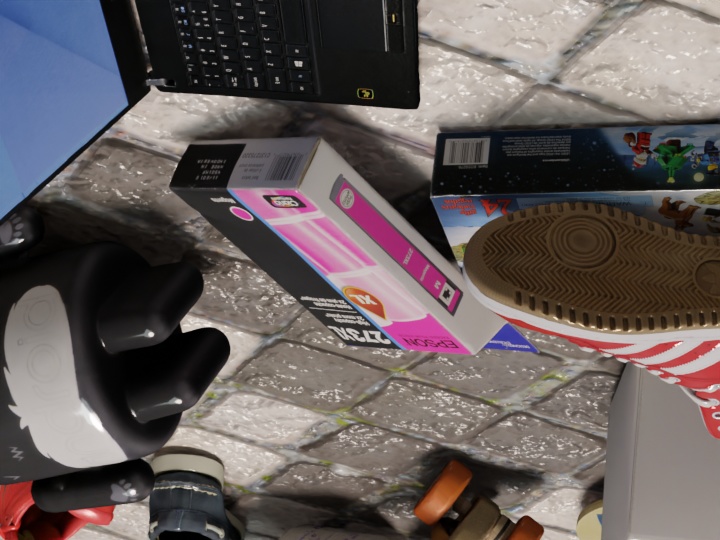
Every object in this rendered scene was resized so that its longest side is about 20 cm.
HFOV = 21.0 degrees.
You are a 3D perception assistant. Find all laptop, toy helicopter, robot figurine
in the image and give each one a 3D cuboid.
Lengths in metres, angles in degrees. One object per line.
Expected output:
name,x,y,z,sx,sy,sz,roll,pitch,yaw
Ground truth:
laptop,-0.079,-0.086,0.823,0.199,0.104,0.177,5,153,5
toy helicopter,0.049,0.212,1.356,0.079,0.132,0.200,37,169,4
robot figurine,-0.175,0.052,1.085,0.200,0.151,0.125,-13,161,23

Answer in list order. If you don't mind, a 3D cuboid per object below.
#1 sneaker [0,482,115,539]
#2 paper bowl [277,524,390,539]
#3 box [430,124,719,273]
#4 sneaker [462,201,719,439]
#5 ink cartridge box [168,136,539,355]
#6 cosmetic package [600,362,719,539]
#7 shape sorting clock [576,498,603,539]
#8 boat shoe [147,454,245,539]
sneaker,-0.240,0.161,1.356,0.077,0.085,0.200,30,145,-36
paper bowl,-0.042,0.286,1.420,0.104,0.201,0.201,6,154,22
box,0.146,-0.020,0.963,0.199,0.038,0.137,-1,151,15
sneaker,0.143,0.027,0.936,0.199,0.071,0.113,6,149,-2
ink cartridge box,0.000,0.000,0.998,0.095,0.037,0.200,2,151,45
cosmetic package,0.240,0.120,1.083,0.199,0.123,0.199,7,164,5
shape sorting clock,0.247,0.186,1.333,0.199,0.039,0.200,6,154,3
boat shoe,-0.121,0.196,1.418,0.075,0.062,0.200,6,153,-2
